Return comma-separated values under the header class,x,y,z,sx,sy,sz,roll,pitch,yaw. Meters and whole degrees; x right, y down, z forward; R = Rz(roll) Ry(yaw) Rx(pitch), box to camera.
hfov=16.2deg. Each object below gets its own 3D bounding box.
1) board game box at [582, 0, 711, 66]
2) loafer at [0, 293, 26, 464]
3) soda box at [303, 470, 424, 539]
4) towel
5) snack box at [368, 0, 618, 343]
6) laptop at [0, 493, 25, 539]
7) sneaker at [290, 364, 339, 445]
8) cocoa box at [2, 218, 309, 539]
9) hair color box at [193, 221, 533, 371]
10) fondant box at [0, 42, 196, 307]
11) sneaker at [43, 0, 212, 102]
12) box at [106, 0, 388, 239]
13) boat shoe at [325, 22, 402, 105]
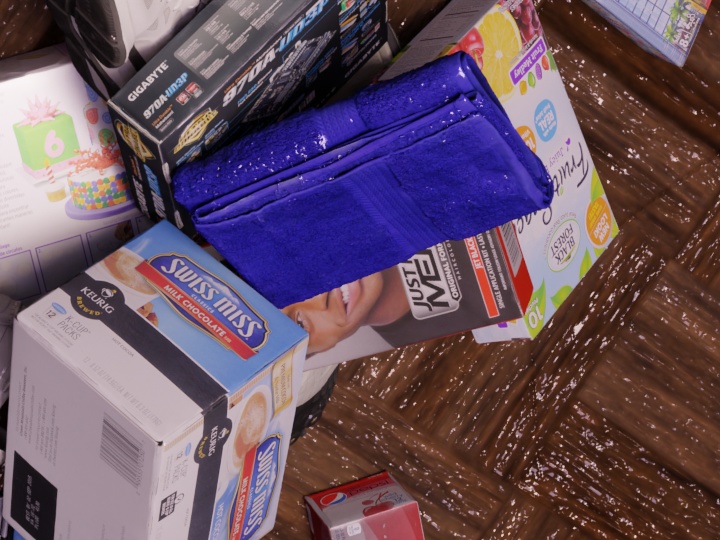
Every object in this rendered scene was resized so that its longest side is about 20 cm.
class,x,y,z,sx,sy,sz,roll,pitch,yaw
board game box,0.163,-0.266,1.691,0.199,0.062,0.201,19,99,-25
loafer,-0.253,0.110,1.599,0.069,0.070,0.201,22,107,-9
soda box,0.017,0.249,1.789,0.070,0.063,0.201,-16,111,-14
towel,0.004,-0.044,1.505,0.199,0.050,0.148,-21,141,17
snack box,0.093,-0.073,1.689,0.142,0.053,0.201,-46,122,-43
laptop,-0.259,0.253,1.661,0.199,0.116,0.188,4,104,-21
sneaker,-0.049,0.052,1.714,0.072,0.072,0.201,3,121,-59
cocoa box,-0.130,0.097,1.569,0.131,0.133,0.201,-35,152,-35
hair color box,0.000,0.000,1.616,0.199,0.061,0.102,-15,105,16
fondant box,-0.187,-0.041,1.632,0.144,0.058,0.201,-17,112,-15
sneaker,-0.124,-0.172,1.501,0.115,0.201,0.076,-43,78,-11
box,-0.064,-0.124,1.556,0.046,0.159,0.200,40,75,15
boat shoe,0.025,-0.082,1.704,0.068,0.072,0.201,-36,113,-49
